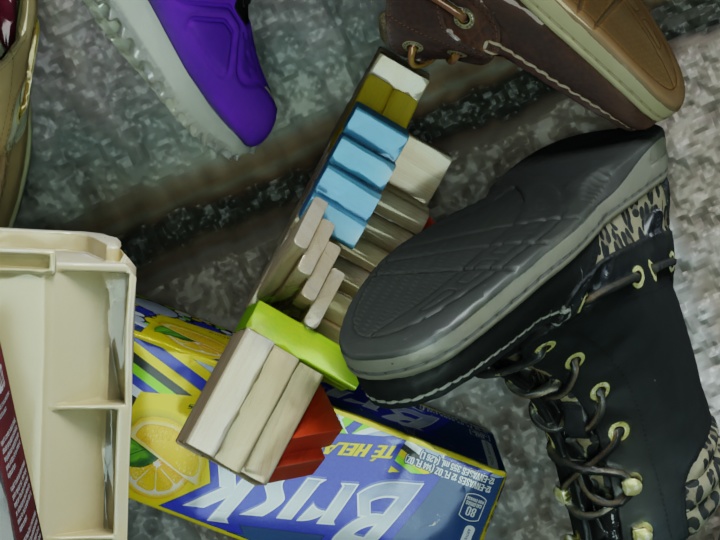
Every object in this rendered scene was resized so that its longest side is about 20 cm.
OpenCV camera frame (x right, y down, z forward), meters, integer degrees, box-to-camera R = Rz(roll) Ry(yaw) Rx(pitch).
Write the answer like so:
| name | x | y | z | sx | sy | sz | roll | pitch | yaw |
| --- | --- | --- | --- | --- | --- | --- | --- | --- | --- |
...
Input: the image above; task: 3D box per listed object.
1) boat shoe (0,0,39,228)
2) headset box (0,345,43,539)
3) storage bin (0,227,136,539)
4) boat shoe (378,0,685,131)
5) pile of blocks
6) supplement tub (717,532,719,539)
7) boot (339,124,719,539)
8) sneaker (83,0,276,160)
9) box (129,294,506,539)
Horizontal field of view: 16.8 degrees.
| name | x | y | z | sx | sy | sz | roll | pitch | yaw |
| --- | --- | --- | --- | --- | --- | --- | --- | --- | --- |
| boat shoe | -0.159 | -0.083 | 0.925 | 0.073 | 0.066 | 0.202 | 6 | 101 | -2 |
| headset box | -0.174 | 0.111 | 0.782 | 0.148 | 0.077 | 0.202 | -11 | 96 | -3 |
| storage bin | -0.181 | 0.085 | 0.864 | 0.197 | 0.094 | 0.202 | 2 | 94 | -5 |
| boat shoe | 0.033 | -0.113 | 0.928 | 0.200 | 0.072 | 0.072 | 37 | 119 | -8 |
| pile of blocks | 0.000 | 0.000 | 0.902 | 0.062 | 0.082 | 0.201 | 28 | 60 | -6 |
| supplement tub | 0.200 | 0.128 | 0.907 | 0.122 | 0.200 | 0.124 | 0 | 102 | -2 |
| boot | 0.076 | 0.046 | 0.901 | 0.073 | 0.203 | 0.155 | -5 | 110 | 34 |
| sneaker | -0.061 | -0.129 | 0.886 | 0.099 | 0.070 | 0.200 | -37 | 132 | -5 |
| box | -0.046 | 0.065 | 0.955 | 0.199 | 0.070 | 0.065 | 21 | 99 | -5 |
